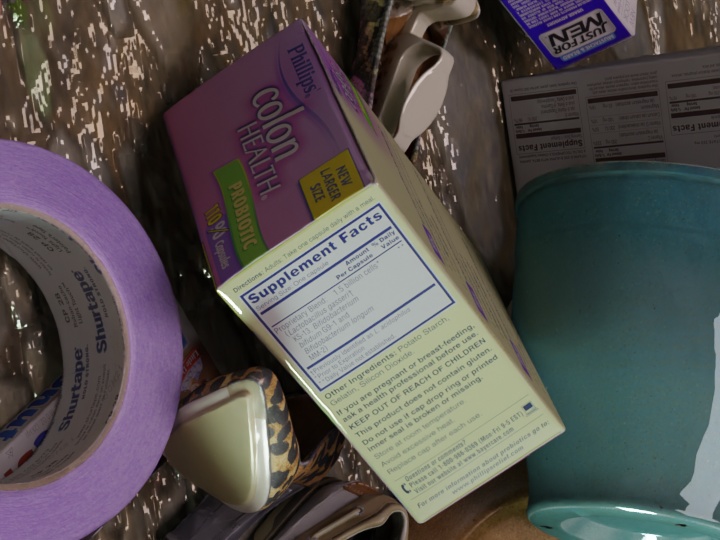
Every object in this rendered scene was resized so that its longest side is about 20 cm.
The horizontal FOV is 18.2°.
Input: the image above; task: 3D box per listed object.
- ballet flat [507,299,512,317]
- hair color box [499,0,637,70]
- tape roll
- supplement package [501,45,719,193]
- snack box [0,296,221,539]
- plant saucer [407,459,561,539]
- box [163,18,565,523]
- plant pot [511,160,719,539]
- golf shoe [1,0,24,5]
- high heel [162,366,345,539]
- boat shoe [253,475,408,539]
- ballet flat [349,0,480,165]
[{"bbox_3d":[0.148,0.022,1.436,0.200,0.068,0.075,-29,82,-37],"label":"ballet flat"},{"bbox_3d":[0.094,-0.232,1.368,0.200,0.065,0.110,48,35,-33],"label":"hair color box"},{"bbox_3d":[-0.186,0.040,1.092,0.199,0.065,0.201,7,78,-37],"label":"tape roll"},{"bbox_3d":[0.217,-0.083,1.407,0.155,0.199,0.112,-13,98,-43],"label":"supplement package"},{"bbox_3d":[-0.150,0.098,1.171,0.200,0.024,0.072,-46,117,-34],"label":"snack box"},{"bbox_3d":[0.106,0.195,1.340,0.199,0.035,0.201,-2,98,-14],"label":"plant saucer"},{"bbox_3d":[0.000,0.000,1.196,0.096,0.176,0.200,-33,126,8],"label":"box"},{"bbox_3d":[0.174,0.062,1.270,0.200,0.199,0.189,24,68,-40],"label":"plant pot"},{"bbox_3d":[-0.137,-0.220,1.165,0.200,0.075,0.092,-46,115,-36],"label":"golf shoe"},{"bbox_3d":[-0.039,0.070,1.187,0.071,0.200,0.143,39,58,11],"label":"high heel"},{"bbox_3d":[-0.045,0.195,1.237,0.075,0.068,0.200,51,58,-32],"label":"boat shoe"},{"bbox_3d":[0.030,-0.132,1.320,0.069,0.071,0.201,27,70,-39],"label":"ballet flat"}]
